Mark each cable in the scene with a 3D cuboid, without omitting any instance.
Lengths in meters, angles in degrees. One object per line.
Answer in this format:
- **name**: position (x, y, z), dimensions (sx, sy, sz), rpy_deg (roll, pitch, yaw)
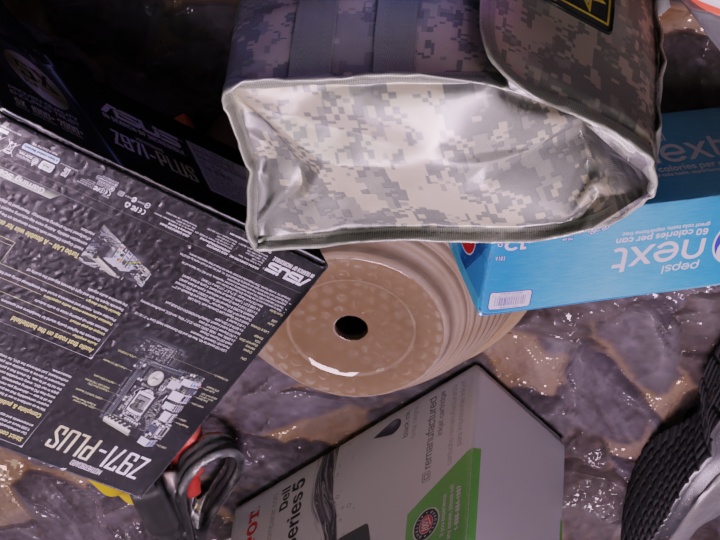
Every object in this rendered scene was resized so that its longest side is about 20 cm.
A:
- **cable**: position (-0.110, 0.145, 1.439), dimensions (0.097, 0.050, 0.200), rpy_deg (-16, 142, -2)

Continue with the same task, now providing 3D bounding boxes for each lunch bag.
- **lunch bag**: position (0.045, -0.099, 1.108), dimensions (0.200, 0.164, 0.118), rpy_deg (-1, 132, 7)

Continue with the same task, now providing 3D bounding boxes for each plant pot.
- **plant pot**: position (0.000, 0.000, 1.250), dimensions (0.200, 0.093, 0.201), rpy_deg (2, 131, 3)

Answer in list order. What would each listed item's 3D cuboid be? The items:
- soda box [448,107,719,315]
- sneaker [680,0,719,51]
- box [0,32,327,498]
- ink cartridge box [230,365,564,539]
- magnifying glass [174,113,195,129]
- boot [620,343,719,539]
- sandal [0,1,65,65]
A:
- **soda box**: position (0.146, -0.033, 1.179), dimensions (0.200, 0.068, 0.064), rpy_deg (-6, 134, -15)
- **sneaker**: position (0.213, -0.104, 1.107), dimensions (0.077, 0.082, 0.200), rpy_deg (-38, 78, -2)
- **box**: position (-0.146, -0.001, 1.136), dimensions (0.200, 0.086, 0.164), rpy_deg (25, 113, -36)
- **ink cartridge box**: position (0.015, 0.169, 1.361), dimensions (0.200, 0.146, 0.084), rpy_deg (-33, 120, 29)
- **magnifying glass**: position (-0.174, -0.025, 1.245), dimensions (0.200, 0.080, 0.022), rpy_deg (-28, 92, 3)
- **boot**: position (0.238, 0.119, 1.349), dimensions (0.131, 0.070, 0.200), rpy_deg (15, 136, -14)
- **sandal**: position (-0.181, -0.104, 1.187), dimensions (0.076, 0.043, 0.200), rpy_deg (-10, 151, 12)
